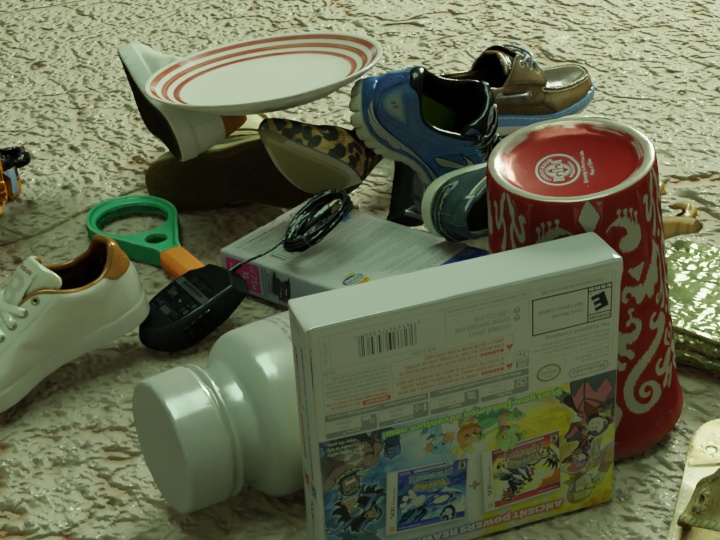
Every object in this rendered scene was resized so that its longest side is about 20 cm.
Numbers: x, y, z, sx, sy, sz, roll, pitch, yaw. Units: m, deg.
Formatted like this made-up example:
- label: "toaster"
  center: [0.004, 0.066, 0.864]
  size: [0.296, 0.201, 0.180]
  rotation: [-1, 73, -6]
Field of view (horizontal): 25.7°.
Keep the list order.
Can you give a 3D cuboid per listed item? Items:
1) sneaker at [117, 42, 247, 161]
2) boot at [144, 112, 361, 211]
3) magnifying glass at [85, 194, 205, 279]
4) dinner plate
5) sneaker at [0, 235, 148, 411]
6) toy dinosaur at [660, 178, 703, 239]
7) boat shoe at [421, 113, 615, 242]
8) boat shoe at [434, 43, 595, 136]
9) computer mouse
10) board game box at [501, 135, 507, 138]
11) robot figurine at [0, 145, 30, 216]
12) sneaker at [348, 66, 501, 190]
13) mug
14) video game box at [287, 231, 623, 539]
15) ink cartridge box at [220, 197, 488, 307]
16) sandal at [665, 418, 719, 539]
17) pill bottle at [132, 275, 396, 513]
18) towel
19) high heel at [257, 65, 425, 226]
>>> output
- label: "sneaker"
  center: [-0.157, -0.160, 1.419]
  size: [0.085, 0.073, 0.200]
  rotation: [-26, 37, -13]
- label: "boot"
  center: [-0.083, -0.117, 1.442]
  size: [0.200, 0.073, 0.156]
  rotation: [-7, 28, 15]
- label: "magnifying glass"
  center: [-0.169, -0.020, 1.333]
  size: [0.079, 0.022, 0.200]
  rotation: [-19, 34, -26]
- label: "dinner plate"
  center: [-0.079, -0.161, 1.308]
  size: [0.200, 0.024, 0.200]
  rotation: [-6, 23, 3]
- label: "sneaker"
  center: [-0.254, 0.039, 1.142]
  size: [0.200, 0.085, 0.073]
  rotation: [-34, 39, -24]
- label: "toy dinosaur"
  center: [0.227, -0.031, 1.244]
  size: [0.106, 0.060, 0.200]
  rotation: [-43, 18, -34]
- label: "boat shoe"
  center: [0.144, -0.073, 1.264]
  size: [0.200, 0.075, 0.062]
  rotation: [-19, 23, -27]
- label: "boat shoe"
  center: [0.136, -0.168, 1.457]
  size: [0.200, 0.073, 0.072]
  rotation: [-19, 32, -29]
- label: "computer mouse"
  center: [-0.085, 0.002, 1.222]
  size: [0.200, 0.034, 0.059]
  rotation: [-34, 34, -12]
- label: "board game box"
  center: [0.110, -0.117, 1.472]
  size: [0.120, 0.032, 0.200]
  rotation: [-19, 32, -33]
- label: "robot figurine"
  center: [-0.358, -0.074, 1.367]
  size: [0.145, 0.058, 0.200]
  rotation: [-10, 9, -10]
- label: "sneaker"
  center: [0.085, -0.104, 1.292]
  size: [0.089, 0.200, 0.079]
  rotation: [-20, 54, 40]
- label: "mug"
  center: [0.133, 0.002, 1.062]
  size: [0.133, 0.200, 0.177]
  rotation: [-25, 37, -22]
- label: "video game box"
  center: [0.061, 0.082, 0.959]
  size: [0.200, 0.183, 0.047]
  rotation: [-12, 29, -16]
- label: "ink cartridge box"
  center: [0.000, 0.000, 1.258]
  size: [0.200, 0.042, 0.119]
  rotation: [16, 34, 36]
- label: "sandal"
  center: [0.224, 0.138, 0.955]
  size: [0.077, 0.070, 0.212]
  rotation: [2, 30, 11]
- label: "pill bottle"
  center: [-0.041, 0.084, 1.035]
  size: [0.200, 0.115, 0.114]
  rotation: [-19, 32, -26]
- label: "towel"
  center: [0.281, 0.033, 1.170]
  size: [0.200, 0.037, 0.148]
  rotation: [14, 33, 33]
- label: "high heel"
  center: [-0.009, -0.132, 1.314]
  size: [0.071, 0.143, 0.200]
  rotation: [-9, -23, 41]
